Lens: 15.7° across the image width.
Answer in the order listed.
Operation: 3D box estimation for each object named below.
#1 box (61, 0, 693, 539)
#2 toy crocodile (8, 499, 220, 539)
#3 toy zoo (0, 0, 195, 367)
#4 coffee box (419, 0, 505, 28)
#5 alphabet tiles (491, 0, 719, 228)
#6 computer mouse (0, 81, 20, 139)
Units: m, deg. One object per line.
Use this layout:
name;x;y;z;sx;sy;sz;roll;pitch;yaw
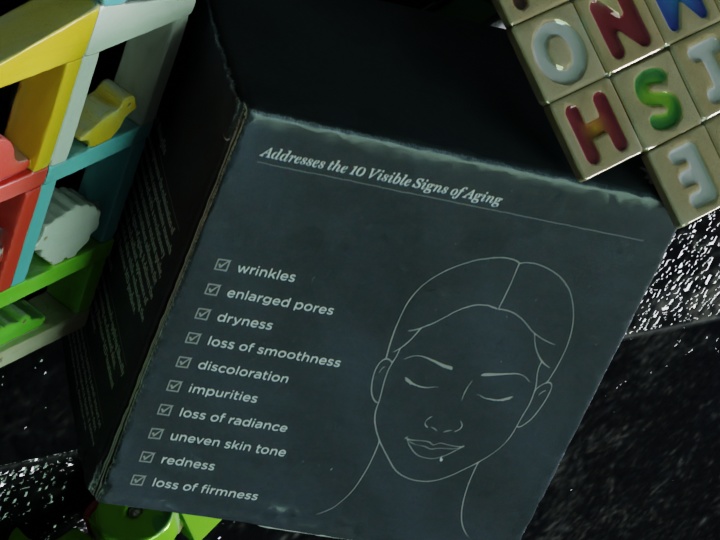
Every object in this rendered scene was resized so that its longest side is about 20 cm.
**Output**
box;0.000;0.000;1.098;0.199;0.124;0.197;11;123;-22
toy crocodile;-0.081;0.100;1.252;0.200;0.062;0.068;-40;148;-22
toy zoo;-0.128;-0.039;1.008;0.131;0.020;0.200;-29;148;-49
coffee box;0.034;-0.021;1.225;0.123;0.044;0.200;-32;132;-24
alphabet tiles;0.140;-0.117;1.064;0.200;0.168;0.008;-26;-178;-32
computer mouse;-0.187;-0.056;0.959;0.139;0.053;0.200;-57;160;10
